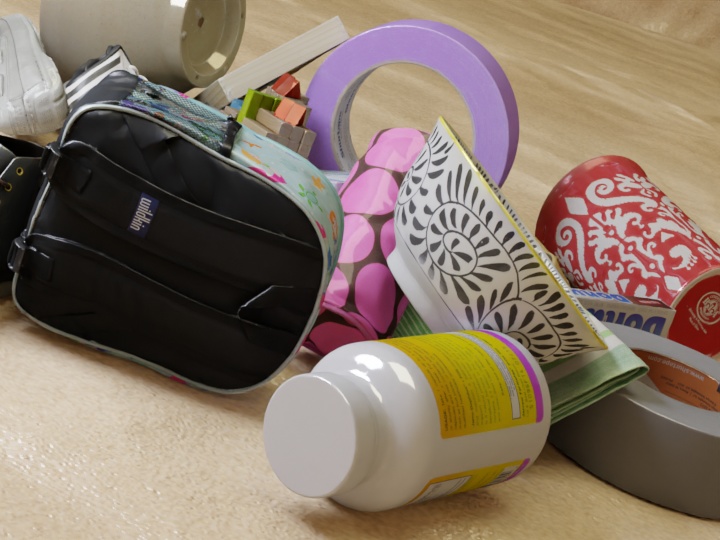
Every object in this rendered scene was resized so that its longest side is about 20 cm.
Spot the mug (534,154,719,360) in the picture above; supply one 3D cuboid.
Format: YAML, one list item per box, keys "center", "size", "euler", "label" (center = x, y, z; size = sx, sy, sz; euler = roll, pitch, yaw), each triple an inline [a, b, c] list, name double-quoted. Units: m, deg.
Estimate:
- center: [0.288, -0.003, 1.700]
  size: [0.176, 0.134, 0.200]
  euler: [7, 25, -32]
  label: "mug"

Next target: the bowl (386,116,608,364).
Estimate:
- center: [0.081, 0.000, 1.273]
  size: [0.201, 0.094, 0.201]
  euler: [52, 7, -9]
  label: "bowl"

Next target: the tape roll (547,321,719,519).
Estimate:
- center: [0.232, 0.112, 1.383]
  size: [0.198, 0.067, 0.201]
  euler: [20, 17, -6]
  label: "tape roll"

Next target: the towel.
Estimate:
- center: [0.096, 0.050, 1.344]
  size: [0.151, 0.024, 0.200]
  euler: [-25, 39, -15]
  label: "towel"

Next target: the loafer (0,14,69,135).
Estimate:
- center: [-0.310, -0.175, 1.601]
  size: [0.069, 0.071, 0.200]
  euler: [-18, 29, -12]
  label: "loafer"

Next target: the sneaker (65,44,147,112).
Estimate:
- center: [-0.176, -0.141, 1.561]
  size: [0.075, 0.116, 0.200]
  euler: [-22, -11, 33]
  label: "sneaker"

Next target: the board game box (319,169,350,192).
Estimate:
- center: [-0.040, -0.062, 1.533]
  size: [0.199, 0.044, 0.198]
  euler: [7, 5, 37]
  label: "board game box"

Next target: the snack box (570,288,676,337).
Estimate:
- center: [0.174, 0.051, 1.488]
  size: [0.199, 0.073, 0.024]
  euler: [7, 19, -37]
  label: "snack box"

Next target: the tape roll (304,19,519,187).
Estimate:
- center: [0.046, -0.130, 1.676]
  size: [0.199, 0.202, 0.066]
  euler: [23, 16, 8]
  label: "tape roll"

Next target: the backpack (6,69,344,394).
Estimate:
- center: [-0.113, -0.021, 1.204]
  size: [0.199, 0.179, 0.151]
  euler: [25, 22, 2]
  label: "backpack"

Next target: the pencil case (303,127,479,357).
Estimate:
- center: [0.015, -0.016, 1.358]
  size: [0.090, 0.201, 0.094]
  euler: [-14, -54, 46]
  label: "pencil case"

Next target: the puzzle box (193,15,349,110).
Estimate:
- center: [-0.095, -0.188, 1.729]
  size: [0.026, 0.132, 0.200]
  euler: [61, -15, -5]
  label: "puzzle box"

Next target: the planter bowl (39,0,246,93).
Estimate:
- center: [-0.193, -0.245, 1.716]
  size: [0.134, 0.202, 0.200]
  euler: [16, 14, 24]
  label: "planter bowl"

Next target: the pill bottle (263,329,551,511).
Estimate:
- center: [0.029, 0.094, 1.134]
  size: [0.104, 0.105, 0.199]
  euler: [31, 19, 32]
  label: "pill bottle"

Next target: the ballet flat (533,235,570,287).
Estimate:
- center: [0.165, 0.016, 1.608]
  size: [0.063, 0.069, 0.200]
  euler: [32, 16, -10]
  label: "ballet flat"

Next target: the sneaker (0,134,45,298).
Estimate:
- center: [-0.272, -0.032, 1.164]
  size: [0.074, 0.107, 0.200]
  euler: [24, 17, 13]
  label: "sneaker"

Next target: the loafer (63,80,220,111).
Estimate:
- center: [-0.181, -0.139, 1.665]
  size: [0.198, 0.070, 0.070]
  euler: [17, 25, -10]
  label: "loafer"

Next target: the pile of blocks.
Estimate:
- center: [-0.081, -0.141, 1.561]
  size: [0.081, 0.063, 0.200]
  euler: [20, 10, -10]
  label: "pile of blocks"
